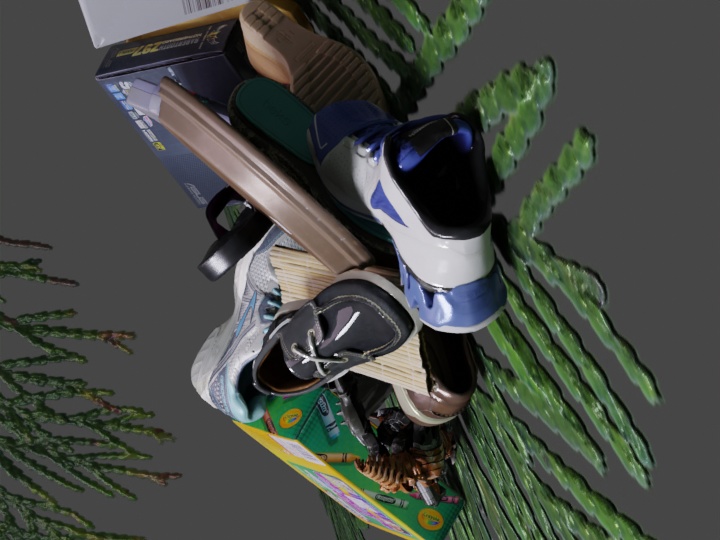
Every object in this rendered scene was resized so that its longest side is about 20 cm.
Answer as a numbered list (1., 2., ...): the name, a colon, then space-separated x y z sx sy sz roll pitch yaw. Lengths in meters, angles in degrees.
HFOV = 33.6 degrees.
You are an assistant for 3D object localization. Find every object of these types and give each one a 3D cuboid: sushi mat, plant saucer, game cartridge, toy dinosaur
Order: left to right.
1. game cartridge: -0.096 -0.112 1.040 0.199 0.039 0.130 23 173 31
2. plant saucer: -0.072 -0.062 0.852 0.200 0.030 0.200 41 177 2
3. sushi mat: -0.012 0.035 0.935 0.200 0.012 0.096 12 118 55
4. toy dinosaur: 0.039 0.135 0.991 0.200 0.102 0.136 111 139 -86

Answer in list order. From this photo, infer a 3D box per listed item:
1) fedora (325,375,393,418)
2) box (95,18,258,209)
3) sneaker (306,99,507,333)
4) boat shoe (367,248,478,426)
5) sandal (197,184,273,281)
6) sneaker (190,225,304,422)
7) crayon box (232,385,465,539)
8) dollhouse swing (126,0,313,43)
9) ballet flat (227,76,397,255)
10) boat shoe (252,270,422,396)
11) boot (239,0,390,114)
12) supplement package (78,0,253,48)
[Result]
1. fedora: -0.024 0.089 1.229 0.177 0.090 0.200 47 170 41
2. box: -0.141 -0.147 1.179 0.200 0.157 0.051 55 -139 -42
3. sneaker: 0.036 -0.067 0.770 0.200 0.080 0.116 56 158 39
4. boat shoe: 0.039 0.016 0.925 0.203 0.074 0.075 64 155 9
5. sandal: -0.099 -0.049 0.992 0.048 0.075 0.201 47 -168 -9
6. sneaker: -0.075 0.045 1.066 0.086 0.077 0.201 35 106 49
7. crayon box: -0.011 0.177 1.114 0.200 0.058 0.119 42 160 -28
8. dollhouse swing: -0.135 -0.272 1.178 0.200 0.175 0.183 112 165 -56
9. ballet flat: -0.018 -0.068 0.891 0.200 0.068 0.075 39 159 17
10. boat shoe: -0.020 0.053 0.866 0.072 0.068 0.200 45 151 -12
11. boot: -0.020 -0.131 1.012 0.200 0.072 0.166 51 177 30
12. supplement package: -0.147 -0.296 0.958 0.156 0.199 0.111 86 162 -54
